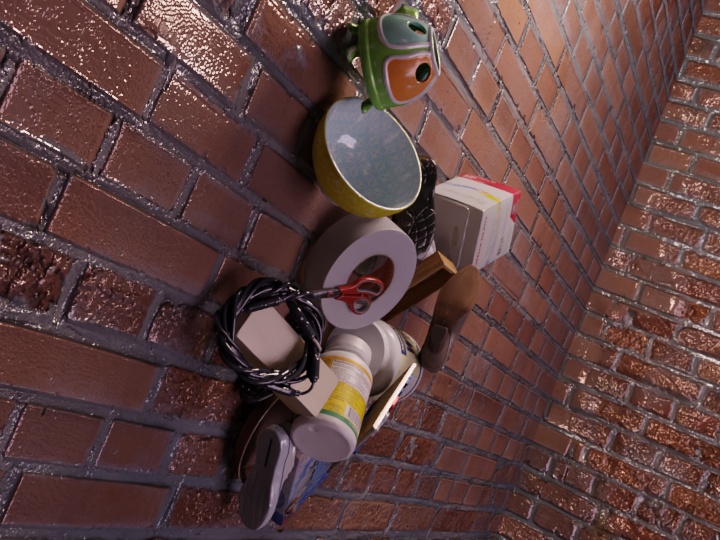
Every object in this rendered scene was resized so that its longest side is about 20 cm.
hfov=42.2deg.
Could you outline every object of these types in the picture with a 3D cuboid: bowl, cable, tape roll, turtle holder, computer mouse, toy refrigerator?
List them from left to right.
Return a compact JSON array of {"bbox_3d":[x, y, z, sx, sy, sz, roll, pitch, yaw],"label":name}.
[{"bbox_3d":[-0.129,0.091,1.378,0.198,0.050,0.166,25,73,-36],"label":"cable"},{"bbox_3d":[-0.128,0.135,1.455,0.200,0.069,0.076,49,61,-28],"label":"toy refrigerator"},{"bbox_3d":[-0.008,-0.162,1.491,0.107,0.202,0.200,-35,-179,43],"label":"bowl"},{"bbox_3d":[0.000,0.000,1.614,0.198,0.066,0.203,-23,135,-25],"label":"tape roll"},{"bbox_3d":[0.044,-0.142,1.652,0.201,0.045,0.143,-81,178,-64],"label":"computer mouse"},{"bbox_3d":[0.058,-0.333,1.464,0.186,0.129,0.144,-63,141,-69],"label":"turtle holder"}]

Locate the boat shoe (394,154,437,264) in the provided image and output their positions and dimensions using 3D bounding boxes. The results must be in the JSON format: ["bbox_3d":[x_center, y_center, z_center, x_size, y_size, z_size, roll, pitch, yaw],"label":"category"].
[{"bbox_3d":[0.099,-0.110,1.725,0.074,0.074,0.204,-176,-84,-75],"label":"boat shoe"}]

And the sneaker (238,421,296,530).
[{"bbox_3d":[-0.146,0.346,1.570,0.070,0.073,0.203,-11,127,-54],"label":"sneaker"}]

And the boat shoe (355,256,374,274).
[{"bbox_3d":[0.025,-0.029,1.729,0.071,0.061,0.201,-29,151,12],"label":"boat shoe"}]

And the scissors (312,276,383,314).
[{"bbox_3d":[-0.040,0.032,1.549,0.198,0.014,0.074,14,114,-44],"label":"scissors"}]

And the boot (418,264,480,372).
[{"bbox_3d":[0.172,0.101,1.810,0.202,0.069,0.147,-57,165,-18],"label":"boot"}]

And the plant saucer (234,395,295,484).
[{"bbox_3d":[-0.154,0.272,1.605,0.200,0.034,0.202,-46,154,-31],"label":"plant saucer"}]

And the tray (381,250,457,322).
[{"bbox_3d":[0.086,0.038,1.794,0.198,0.037,0.098,-33,156,13],"label":"tray"}]

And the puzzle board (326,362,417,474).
[{"bbox_3d":[0.024,0.258,1.628,0.151,0.017,0.200,-50,179,36],"label":"puzzle board"}]

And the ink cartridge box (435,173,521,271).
[{"bbox_3d":[0.225,-0.101,1.963,0.199,0.143,0.148,-26,132,-54],"label":"ink cartridge box"}]

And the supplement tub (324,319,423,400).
[{"bbox_3d":[0.026,0.170,1.777,0.147,0.143,0.200,-67,154,-4],"label":"supplement tub"}]

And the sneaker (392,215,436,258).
[{"bbox_3d":[0.085,-0.059,1.830,0.115,0.075,0.204,-36,131,-35],"label":"sneaker"}]

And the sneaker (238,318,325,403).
[{"bbox_3d":[-0.125,0.162,1.569,0.200,0.075,0.088,-46,157,-31],"label":"sneaker"}]

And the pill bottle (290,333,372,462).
[{"bbox_3d":[-0.042,0.209,1.574,0.114,0.110,0.202,83,18,-44],"label":"pill bottle"}]

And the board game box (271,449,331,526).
[{"bbox_3d":[-0.090,0.349,1.755,0.200,0.043,0.201,-40,153,-46],"label":"board game box"}]
